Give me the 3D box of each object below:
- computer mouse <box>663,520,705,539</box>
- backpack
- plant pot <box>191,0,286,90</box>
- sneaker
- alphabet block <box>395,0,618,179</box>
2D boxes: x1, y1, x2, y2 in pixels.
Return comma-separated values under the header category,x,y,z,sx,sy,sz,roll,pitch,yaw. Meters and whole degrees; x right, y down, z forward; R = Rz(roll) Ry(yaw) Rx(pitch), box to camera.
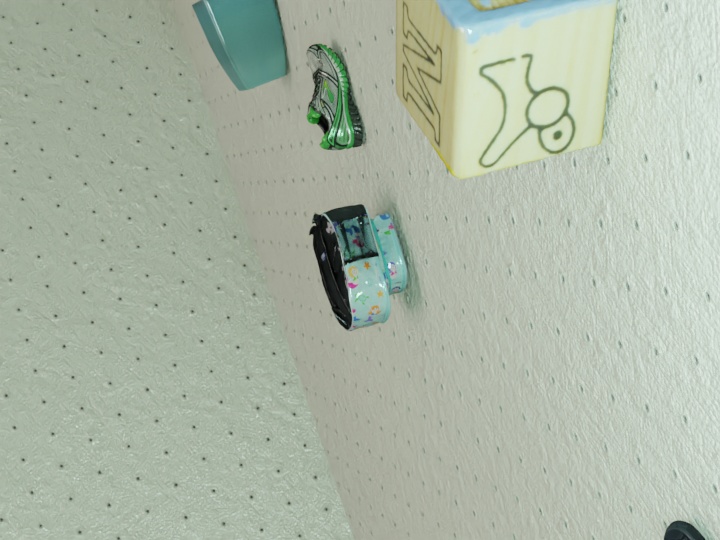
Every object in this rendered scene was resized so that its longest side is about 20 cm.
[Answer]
category,x,y,z,sx,sy,sz,roll,pitch,yaw
computer mouse,0.406,0.366,1.632,0.201,0.034,0.059,61,144,29
backpack,0.000,0.000,2.529,0.178,0.149,0.202,117,143,-72
plant pot,-0.235,-0.476,2.971,0.141,0.140,0.201,-163,52,-73
sneaker,-0.060,-0.309,2.580,0.078,0.085,0.201,123,131,-71
alphabet block,0.157,-0.252,1.626,0.197,0.194,0.201,-118,20,-45
